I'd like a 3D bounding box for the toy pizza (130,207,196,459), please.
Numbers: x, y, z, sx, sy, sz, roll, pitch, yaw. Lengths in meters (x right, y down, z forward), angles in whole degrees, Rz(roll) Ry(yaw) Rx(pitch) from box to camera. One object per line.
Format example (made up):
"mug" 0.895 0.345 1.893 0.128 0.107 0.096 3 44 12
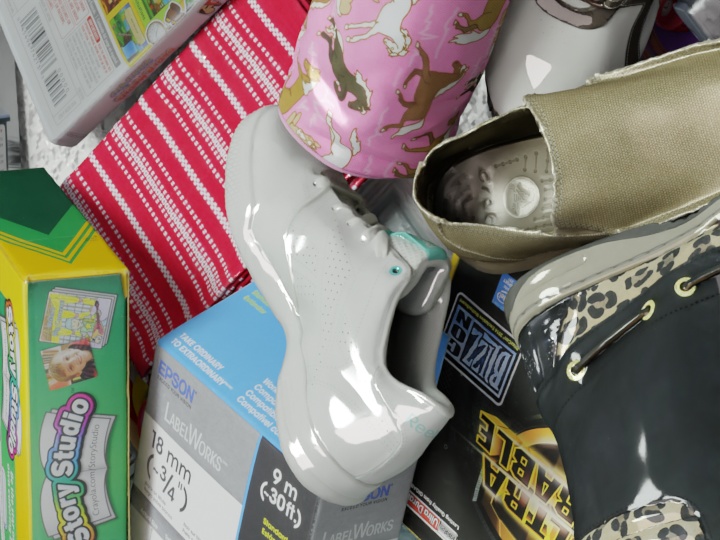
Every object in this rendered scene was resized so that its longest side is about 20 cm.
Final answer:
"toy pizza" -0.069 0.036 1.173 0.199 0.032 0.201 1 92 36

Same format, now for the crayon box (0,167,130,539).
"crayon box" -0.167 0.067 1.158 0.173 0.058 0.201 -139 47 -60

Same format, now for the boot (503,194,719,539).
"boot" 0.160 0.045 0.859 0.203 0.073 0.154 -21 56 21

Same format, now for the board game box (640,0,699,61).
"board game box" 0.175 -0.114 0.987 0.199 0.039 0.159 8 96 36

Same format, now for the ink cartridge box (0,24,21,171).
"ink cartridge box" -0.273 -0.061 1.286 0.146 0.086 0.201 -6 89 36

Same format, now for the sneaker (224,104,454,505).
"sneaker" 0.000 0.000 0.992 0.088 0.075 0.201 -35 55 31

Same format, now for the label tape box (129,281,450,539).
"label tape box" -0.043 0.091 1.075 0.144 0.063 0.201 37 124 42

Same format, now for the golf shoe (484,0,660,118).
"golf shoe" 0.099 -0.143 0.951 0.077 0.094 0.201 24 104 10

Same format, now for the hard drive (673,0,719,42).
"hard drive" 0.235 -0.086 0.914 0.200 0.042 0.135 43 116 9

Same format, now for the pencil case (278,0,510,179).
"pencil case" 0.023 -0.133 0.964 0.087 0.082 0.201 -108 28 -49

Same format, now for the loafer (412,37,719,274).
"loafer" 0.105 -0.044 0.920 0.199 0.067 0.076 -23 73 34

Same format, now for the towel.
"towel" -0.076 -0.053 1.154 0.200 0.022 0.145 -45 55 19

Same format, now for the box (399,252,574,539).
"box" 0.101 0.088 0.992 0.200 0.049 0.160 40 120 39

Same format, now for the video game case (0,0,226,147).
"video game case" -0.142 -0.200 1.214 0.182 0.023 0.201 -40 63 30
